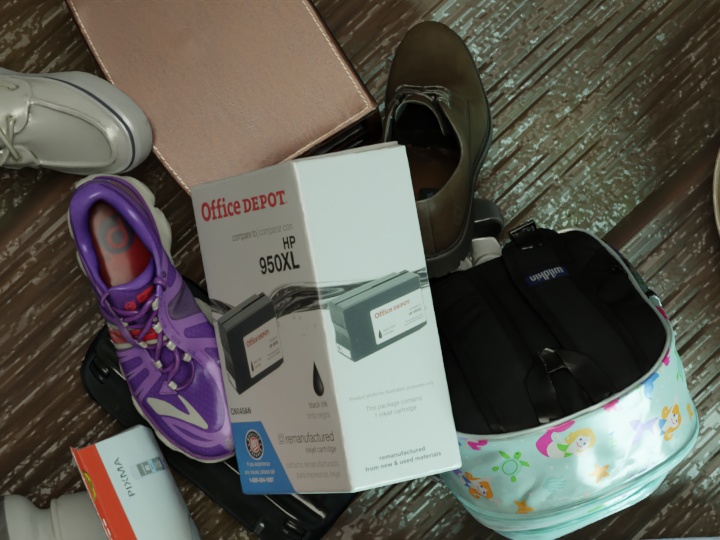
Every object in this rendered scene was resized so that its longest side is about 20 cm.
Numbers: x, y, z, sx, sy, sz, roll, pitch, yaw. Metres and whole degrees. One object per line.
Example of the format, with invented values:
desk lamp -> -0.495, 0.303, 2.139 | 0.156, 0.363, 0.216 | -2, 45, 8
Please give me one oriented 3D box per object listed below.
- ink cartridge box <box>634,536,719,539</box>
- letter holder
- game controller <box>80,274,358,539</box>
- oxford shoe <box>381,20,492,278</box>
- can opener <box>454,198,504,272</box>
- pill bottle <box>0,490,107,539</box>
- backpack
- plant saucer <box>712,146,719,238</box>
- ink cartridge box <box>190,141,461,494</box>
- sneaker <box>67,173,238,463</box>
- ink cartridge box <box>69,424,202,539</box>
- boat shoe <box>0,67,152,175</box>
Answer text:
ink cartridge box -> 0.217, 0.233, 1.692 | 0.199, 0.042, 0.120 | -1, 64, -5
letter holder -> -0.097, -0.145, 1.728 | 0.142, 0.101, 0.200 | -32, 83, -2
game controller -> -0.087, 0.092, 1.709 | 0.200, 0.042, 0.104 | 39, 93, 4
oxford shoe -> 0.048, -0.098, 1.708 | 0.072, 0.085, 0.201 | -5, 50, 6
can opener -> 0.000, 0.000, 1.738 | 0.199, 0.053, 0.067 | -9, 46, -6
pill bottle -> -0.250, 0.206, 1.652 | 0.199, 0.114, 0.114 | -13, 81, -5
backpack -> 0.118, 0.080, 1.646 | 0.177, 0.200, 0.151 | -23, 115, -7
plant saucer -> 0.334, -0.047, 1.761 | 0.199, 0.037, 0.201 | 0, 81, -2
ink cartridge box -> -0.024, 0.031, 1.597 | 0.084, 0.144, 0.201 | -10, 90, -30
sneaker -> -0.135, 0.033, 1.651 | 0.080, 0.083, 0.200 | -30, 90, 6
ink cartridge box -> -0.121, 0.173, 1.599 | 0.047, 0.200, 0.161 | -24, 85, -4
boat shoe -> -0.232, -0.097, 1.693 | 0.199, 0.072, 0.066 | 19, 37, 22
